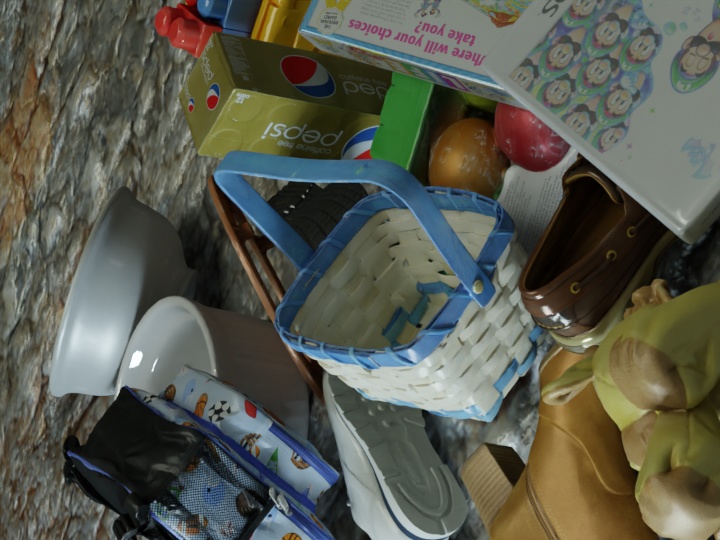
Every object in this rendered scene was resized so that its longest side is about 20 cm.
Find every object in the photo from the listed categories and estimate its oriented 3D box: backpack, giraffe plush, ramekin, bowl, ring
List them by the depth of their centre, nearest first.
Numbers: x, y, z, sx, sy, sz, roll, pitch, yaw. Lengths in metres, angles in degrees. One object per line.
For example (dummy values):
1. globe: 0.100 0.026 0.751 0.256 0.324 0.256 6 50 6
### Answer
1. giraffe plush: 0.188 0.064 1.087 0.162 0.172 0.201 155 127 -63
2. backpack: -0.105 0.172 1.443 0.154 0.191 0.200 -43 24 -9
3. ring: -0.065 0.012 1.512 0.019 0.201 0.201 -28 48 3
4. ramekin: -0.126 0.126 1.629 0.200 0.097 0.201 -21 65 55
5. bowl: -0.204 0.032 1.751 0.201 0.090 0.202 19 -90 -88

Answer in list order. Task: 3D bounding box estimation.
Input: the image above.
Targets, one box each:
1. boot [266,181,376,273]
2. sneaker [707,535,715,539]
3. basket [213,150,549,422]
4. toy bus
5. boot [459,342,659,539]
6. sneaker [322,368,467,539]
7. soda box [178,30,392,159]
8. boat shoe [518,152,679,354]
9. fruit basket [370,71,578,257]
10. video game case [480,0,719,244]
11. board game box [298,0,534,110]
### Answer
1. boot: 0.000 0.000 1.419 0.070 0.132 0.200 -40 17 -4
2. sneaker: 0.215 0.193 1.067 0.072 0.083 0.200 -57 39 34
3. basket: 0.013 -0.002 1.233 0.176 0.200 0.139 10 62 47
4. toy bus: -0.076 -0.197 1.531 0.200 0.191 0.136 46 123 54
5. boot: 0.156 0.125 1.213 0.201 0.071 0.144 -53 55 26
6. sneaker: 0.010 0.137 1.434 0.081 0.076 0.200 113 148 -41
7. soda box: -0.028 -0.114 1.422 0.068 0.199 0.064 -56 40 36
8. boat shoe: 0.162 -0.049 1.176 0.072 0.068 0.201 20 77 50
9. fruit basket: 0.106 -0.099 1.314 0.200 0.094 0.186 20 96 41
10. video game case: 0.189 -0.139 1.143 0.182 0.024 0.200 -49 50 6
11. board game box: 0.068 -0.189 1.277 0.199 0.034 0.135 20 83 34
